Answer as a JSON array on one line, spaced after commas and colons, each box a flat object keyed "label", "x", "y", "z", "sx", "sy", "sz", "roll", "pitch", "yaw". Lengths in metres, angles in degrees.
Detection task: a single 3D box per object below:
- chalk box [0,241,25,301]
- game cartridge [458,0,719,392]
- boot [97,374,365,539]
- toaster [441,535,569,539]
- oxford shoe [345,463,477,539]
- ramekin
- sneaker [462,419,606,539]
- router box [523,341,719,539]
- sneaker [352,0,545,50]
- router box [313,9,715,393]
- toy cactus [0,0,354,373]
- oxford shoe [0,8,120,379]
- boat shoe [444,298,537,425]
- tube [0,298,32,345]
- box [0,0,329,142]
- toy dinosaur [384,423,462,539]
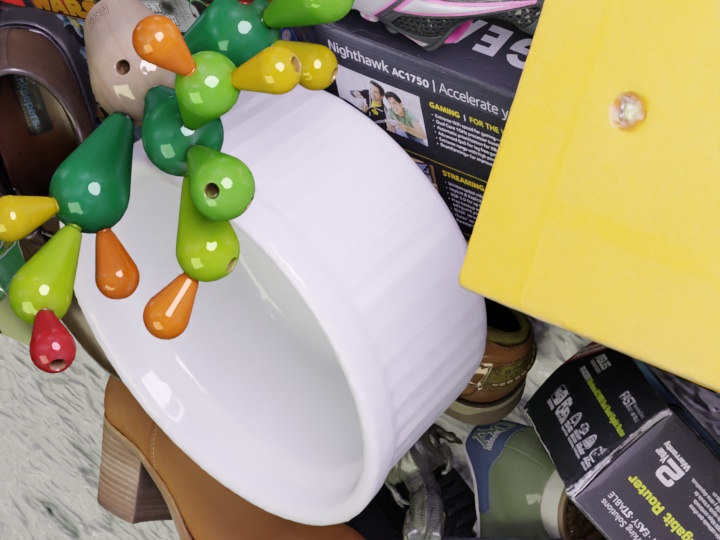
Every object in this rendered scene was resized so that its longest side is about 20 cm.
[{"label": "chalk box", "x": -0.213, "y": -0.053, "z": 1.482, "sx": 0.200, "sy": 0.124, "sz": 0.125, "roll": 45, "pitch": 153, "yaw": -9}, {"label": "game cartridge", "x": 0.146, "y": -0.044, "z": 1.014, "sx": 0.199, "sy": 0.177, "sz": 0.032, "roll": 22, "pitch": -171, "yaw": 31}, {"label": "boot", "x": -0.060, "y": 0.081, "z": 1.488, "sx": 0.199, "sy": 0.076, "sz": 0.156, "roll": 23, "pitch": 107, "yaw": 41}, {"label": "toaster", "x": 0.070, "y": 0.213, "z": 1.371, "sx": 0.199, "sy": 0.129, "sz": 0.114, "roll": -4, "pitch": 126, "yaw": 53}, {"label": "oxford shoe", "x": 0.010, "y": 0.135, "z": 1.541, "sx": 0.200, "sy": 0.073, "sz": 0.085, "roll": 38, "pitch": 158, "yaw": 31}, {"label": "ramekin", "x": -0.036, "y": 0.009, "z": 1.246, "sx": 0.200, "sy": 0.098, "sz": 0.201, "roll": 34, "pitch": 146, "yaw": 27}, {"label": "sneaker", "x": 0.104, "y": 0.151, "z": 1.452, "sx": 0.090, "sy": 0.067, "sz": 0.201, "roll": 28, "pitch": 150, "yaw": 36}, {"label": "router box", "x": 0.169, "y": 0.131, "z": 1.260, "sx": 0.200, "sy": 0.062, "sz": 0.150, "roll": 47, "pitch": -174, "yaw": -13}, {"label": "sneaker", "x": 0.009, "y": -0.130, "z": 1.137, "sx": 0.199, "sy": 0.080, "sz": 0.087, "roll": 13, "pitch": 143, "yaw": 44}, {"label": "router box", "x": 0.081, "y": -0.043, "z": 1.201, "sx": 0.199, "sy": 0.051, "sz": 0.150, "roll": 23, "pitch": 146, "yaw": 30}, {"label": "toy cactus", "x": -0.090, "y": -0.067, "z": 1.125, "sx": 0.102, "sy": 0.200, "sz": 0.165, "roll": 24, "pitch": -161, "yaw": -32}, {"label": "oxford shoe", "x": -0.144, "y": -0.022, "z": 1.331, "sx": 0.085, "sy": 0.072, "sz": 0.201, "roll": -88, "pitch": -26, "yaw": -67}, {"label": "boat shoe", "x": 0.000, "y": 0.000, "z": 1.360, "sx": 0.199, "sy": 0.072, "sz": 0.068, "roll": 25, "pitch": 145, "yaw": 11}, {"label": "tube", "x": -0.260, "y": -0.023, "z": 1.676, "sx": 0.058, "sy": 0.052, "sz": 0.200, "roll": -107, "pitch": -6, "yaw": -45}, {"label": "box", "x": -0.096, "y": -0.106, "z": 1.346, "sx": 0.199, "sy": 0.040, "sz": 0.137, "roll": 15, "pitch": 142, "yaw": 41}, {"label": "toy dinosaur", "x": 0.013, "y": 0.066, "z": 1.432, "sx": 0.201, "sy": 0.047, "sz": 0.088, "roll": 66, "pitch": -174, "yaw": 14}]
